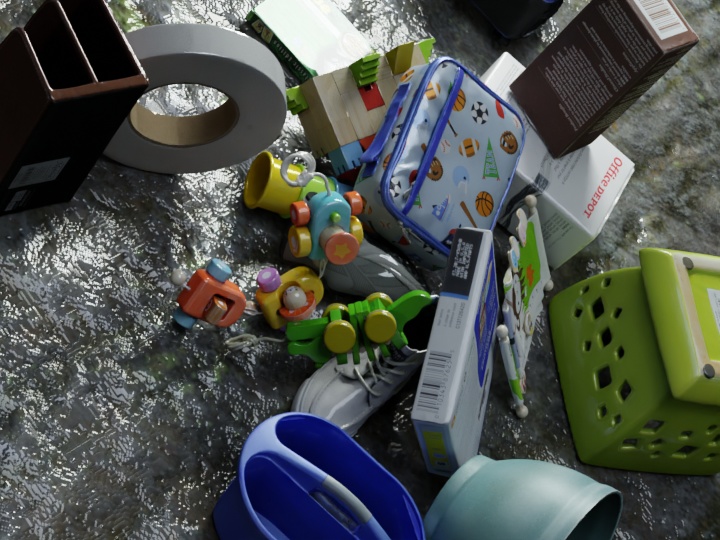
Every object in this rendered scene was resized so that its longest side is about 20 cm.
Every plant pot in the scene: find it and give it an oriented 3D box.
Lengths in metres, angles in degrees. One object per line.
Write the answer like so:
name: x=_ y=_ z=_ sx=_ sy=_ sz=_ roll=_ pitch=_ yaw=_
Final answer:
plant pot: x=0.340 y=0.090 z=1.778 sx=0.197 sy=0.181 sz=0.202 roll=8 pitch=59 yaw=-30
plant pot: x=0.134 y=0.256 z=1.550 sx=0.134 sy=0.202 sz=0.200 roll=31 pitch=43 yaw=24

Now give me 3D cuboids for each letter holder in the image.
letter holder: x=-0.295 y=-0.163 z=1.497 sx=0.100 sy=0.200 sz=0.143 roll=-16 pitch=71 yaw=-38

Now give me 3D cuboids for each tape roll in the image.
tape roll: x=-0.167 y=-0.159 z=1.581 sx=0.201 sy=0.203 sz=0.037 roll=10 pitch=57 yaw=-28

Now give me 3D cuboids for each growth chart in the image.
growth chart: x=0.171 y=0.032 z=1.755 sx=0.145 sy=0.018 sz=0.201 roll=69 pitch=29 yaw=-44

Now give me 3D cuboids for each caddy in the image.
caddy: x=-0.033 y=0.220 z=1.497 sx=0.200 sy=0.105 sz=0.142 roll=42 pitch=49 yaw=-4

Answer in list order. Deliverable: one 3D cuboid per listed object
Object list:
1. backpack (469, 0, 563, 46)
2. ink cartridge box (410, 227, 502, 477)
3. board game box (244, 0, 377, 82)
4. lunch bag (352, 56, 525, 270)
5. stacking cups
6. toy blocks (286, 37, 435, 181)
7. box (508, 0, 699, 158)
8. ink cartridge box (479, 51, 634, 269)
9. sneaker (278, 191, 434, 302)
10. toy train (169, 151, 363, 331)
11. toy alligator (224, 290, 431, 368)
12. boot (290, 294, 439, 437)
backpack: x=0.192 y=-0.396 z=2.012 sx=0.183 sy=0.134 sz=0.200 roll=46 pitch=45 yaw=-2
ink cartridge box: x=0.096 y=0.091 z=1.613 sx=0.046 sy=0.200 sz=0.200 roll=9 pitch=65 yaw=10
board game box: x=-0.027 y=-0.229 z=1.836 sx=0.200 sy=0.023 sz=0.105 roll=48 pitch=50 yaw=0
lunch bag: x=0.078 y=-0.107 z=1.707 sx=0.160 sy=0.075 sz=0.202 roll=37 pitch=63 yaw=-31
stacking cups: x=-0.023 y=-0.064 z=1.722 sx=0.198 sy=0.060 sz=0.061 roll=18 pitch=53 yaw=-30
toy blocks: x=0.019 y=-0.150 z=1.757 sx=0.199 sy=0.100 sz=0.138 roll=-23 pitch=91 yaw=-36
box: x=0.258 y=-0.219 z=1.786 sx=0.075 sy=0.200 sz=0.101 roll=-22 pitch=75 yaw=-43
ink cartridge box: x=0.191 y=-0.122 z=1.873 sx=0.200 sy=0.084 sz=0.145 roll=40 pitch=48 yaw=-5
sneaker: x=0.000 y=0.000 z=1.689 sx=0.199 sy=0.080 sz=0.074 roll=34 pitch=10 yaw=-29
toy train: x=-0.078 y=-0.005 z=1.572 sx=0.150 sy=0.200 sz=0.056 roll=32 pitch=12 yaw=-42
toy alligator: x=-0.025 y=0.067 z=1.568 sx=0.059 sy=0.198 sz=0.055 roll=-100 pitch=175 yaw=-72
boot: x=0.012 y=0.091 z=1.614 sx=0.074 sy=0.096 sz=0.200 roll=45 pitch=48 yaw=-1
